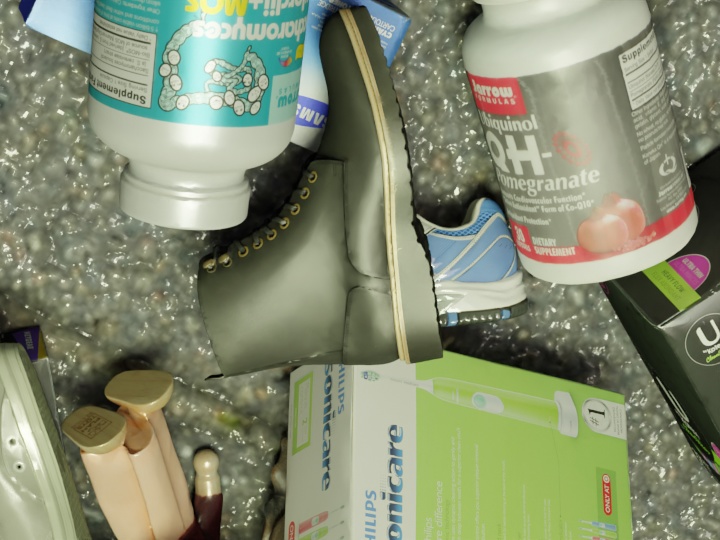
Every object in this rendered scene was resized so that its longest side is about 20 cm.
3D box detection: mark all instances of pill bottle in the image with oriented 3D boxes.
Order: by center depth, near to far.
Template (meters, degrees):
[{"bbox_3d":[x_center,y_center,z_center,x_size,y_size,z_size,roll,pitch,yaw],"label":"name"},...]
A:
[{"bbox_3d":[-0.083,-0.126,0.892,0.111,0.111,0.200,1,110,-16],"label":"pill bottle"},{"bbox_3d":[0.122,-0.102,1.003,0.110,0.111,0.200,-21,112,-7],"label":"pill bottle"}]

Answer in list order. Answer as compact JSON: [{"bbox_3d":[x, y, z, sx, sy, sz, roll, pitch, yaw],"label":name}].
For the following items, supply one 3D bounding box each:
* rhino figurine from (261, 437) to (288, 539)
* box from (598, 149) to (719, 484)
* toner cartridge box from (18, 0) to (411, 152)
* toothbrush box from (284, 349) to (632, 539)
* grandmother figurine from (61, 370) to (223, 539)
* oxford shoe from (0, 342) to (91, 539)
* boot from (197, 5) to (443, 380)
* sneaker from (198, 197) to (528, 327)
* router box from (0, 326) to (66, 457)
[{"bbox_3d":[0.025,0.182,1.102,0.200,0.060,0.088,25,79,-20],"label":"rhino figurine"},{"bbox_3d":[0.249,0.049,1.075,0.124,0.149,0.200,-32,115,0],"label":"box"},{"bbox_3d":[-0.080,-0.144,0.970,0.200,0.043,0.095,22,104,-22],"label":"toner cartridge box"},{"bbox_3d":[0.060,0.134,1.040,0.200,0.086,0.146,15,61,-28],"label":"toothbrush box"},{"bbox_3d":[-0.122,0.162,1.053,0.121,0.061,0.200,-36,128,-25],"label":"grandmother figurine"},{"bbox_3d":[-0.184,0.140,0.959,0.058,0.075,0.200,-19,92,-6],"label":"oxford shoe"},{"bbox_3d":[-0.037,-0.037,0.955,0.138,0.077,0.201,-10,93,4],"label":"boot"},{"bbox_3d":[0.000,0.000,1.041,0.199,0.076,0.077,-5,89,-13],"label":"sneaker"},{"bbox_3d":[-0.250,0.145,1.027,0.157,0.052,0.200,-10,112,-12],"label":"router box"}]
